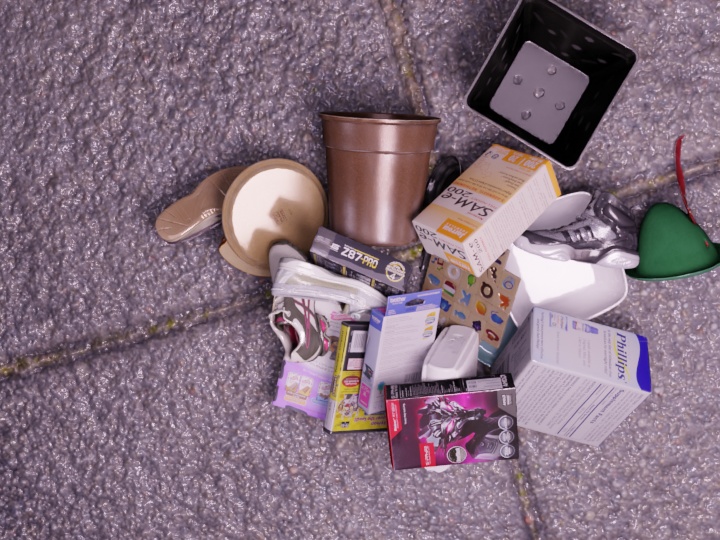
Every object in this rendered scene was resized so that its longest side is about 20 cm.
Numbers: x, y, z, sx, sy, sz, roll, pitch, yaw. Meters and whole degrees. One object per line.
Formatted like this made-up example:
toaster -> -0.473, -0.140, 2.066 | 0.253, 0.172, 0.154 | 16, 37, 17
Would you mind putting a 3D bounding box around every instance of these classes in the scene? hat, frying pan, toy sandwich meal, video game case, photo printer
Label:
hat -> 0.478, -0.097, 1.485 | 0.163, 0.200, 0.179 | -14, 102, 4
frying pan -> 0.136, -0.100, 1.533 | 0.031, 0.115, 0.193 | 18, 54, -23
toy sandwich meal -> -0.147, -0.089, 1.583 | 0.202, 0.070, 0.209 | -5, 105, -18
video game case -> 0.038, 0.175, 1.555 | 0.198, 0.025, 0.184 | 3, 101, -37
photo printer -> 0.142, 0.213, 1.530 | 0.068, 0.166, 0.203 | 9, 112, 17

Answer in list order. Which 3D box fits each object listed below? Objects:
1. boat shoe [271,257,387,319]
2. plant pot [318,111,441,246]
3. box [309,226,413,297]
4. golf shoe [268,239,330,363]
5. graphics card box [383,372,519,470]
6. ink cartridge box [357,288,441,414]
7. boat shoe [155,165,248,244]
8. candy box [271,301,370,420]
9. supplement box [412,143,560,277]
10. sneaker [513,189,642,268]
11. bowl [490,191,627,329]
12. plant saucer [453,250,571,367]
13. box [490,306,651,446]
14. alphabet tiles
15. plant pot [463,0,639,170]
boat shoe -> -0.042, 0.040, 1.487 | 0.199, 0.074, 0.066 | 22, 79, -16
plant pot -> 0.027, -0.149, 1.524 | 0.197, 0.200, 0.202 | 3, 101, 5
box -> 0.000, 0.000, 1.524 | 0.159, 0.200, 0.050 | 22, 80, 4
golf shoe -> -0.109, 0.049, 1.517 | 0.077, 0.088, 0.203 | -22, 86, 36
graphics card box -> 0.137, 0.228, 1.423 | 0.196, 0.051, 0.127 | -6, 112, 1
ink cartridge box -> 0.063, 0.122, 1.502 | 0.118, 0.042, 0.203 | -7, 117, -37
boat shoe -> -0.257, -0.109, 1.610 | 0.199, 0.065, 0.072 | -35, 82, -12
candy box -> -0.043, 0.148, 1.604 | 0.165, 0.072, 0.203 | 16, 96, 4
supplement box -> 0.195, -0.097, 1.458 | 0.200, 0.125, 0.074 | -43, 129, -17
sneaker -> 0.336, -0.070, 1.455 | 0.196, 0.075, 0.116 | 8, 94, -2
bowl -> 0.313, -0.010, 1.533 | 0.197, 0.075, 0.203 | -21, 92, 5
plant saucer -> 0.255, 0.067, 1.593 | 0.196, 0.027, 0.204 | 0, 93, 5
box -> 0.328, 0.171, 1.496 | 0.197, 0.185, 0.106 | 16, 51, -7
alphabet tiles -> 0.176, 0.031, 1.546 | 0.165, 0.006, 0.203 | 31, 124, 28
plant pot -> 0.290, -0.292, 1.489 | 0.198, 0.177, 0.202 | 31, 97, 2
